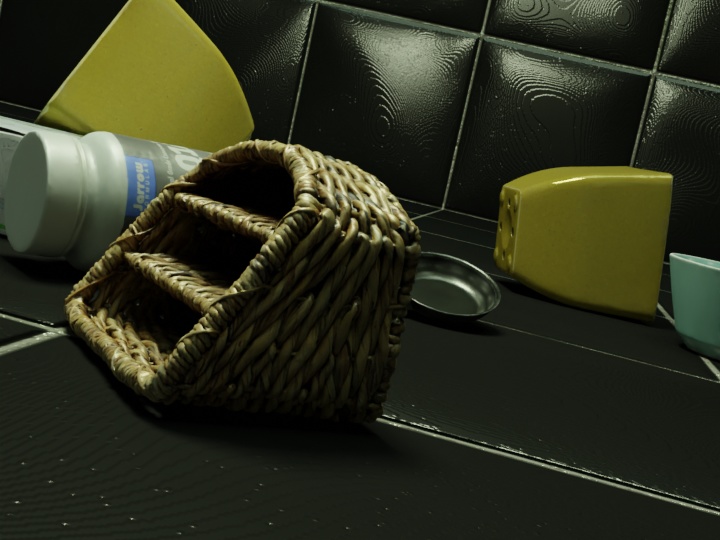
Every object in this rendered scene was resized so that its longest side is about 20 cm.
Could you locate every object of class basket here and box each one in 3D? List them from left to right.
[{"bbox_3d":[-0.076,-0.009,0.634,0.147,0.145,0.199,10,7,-29],"label":"basket"}]

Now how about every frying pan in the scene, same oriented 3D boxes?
[{"bbox_3d":[0.065,0.031,1.033,0.114,0.031,0.190,25,32,19],"label":"frying pan"}]

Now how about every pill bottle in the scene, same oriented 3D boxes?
[{"bbox_3d":[-0.183,-0.051,0.887,0.198,0.116,0.113,7,9,-39],"label":"pill bottle"}]

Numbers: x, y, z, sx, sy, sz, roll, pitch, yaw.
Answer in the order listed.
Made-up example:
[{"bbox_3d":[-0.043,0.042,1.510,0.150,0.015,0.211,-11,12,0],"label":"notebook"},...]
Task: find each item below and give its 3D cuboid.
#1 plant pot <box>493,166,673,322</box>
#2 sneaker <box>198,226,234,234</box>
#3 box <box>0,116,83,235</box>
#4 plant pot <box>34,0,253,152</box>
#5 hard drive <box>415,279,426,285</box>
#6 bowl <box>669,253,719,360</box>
[{"bbox_3d":[0.294,-0.051,1.483,0.196,0.199,0.194,5,8,-6],"label":"plant pot"},{"bbox_3d":[-0.087,0.008,0.835,0.198,0.075,0.081,18,-3,-26],"label":"sneaker"},{"bbox_3d":[-0.334,-0.096,1.026,0.197,0.098,0.176,14,8,7],"label":"box"},{"bbox_3d":[-0.243,-0.172,1.238,0.199,0.196,0.195,39,-22,-17],"label":"plant pot"},{"bbox_3d":[0.000,0.000,1.179,0.130,0.027,0.199,7,10,-38],"label":"hard drive"},{"bbox_3d":[0.453,0.053,1.269,0.197,0.107,0.201,14,7,-2],"label":"bowl"}]
